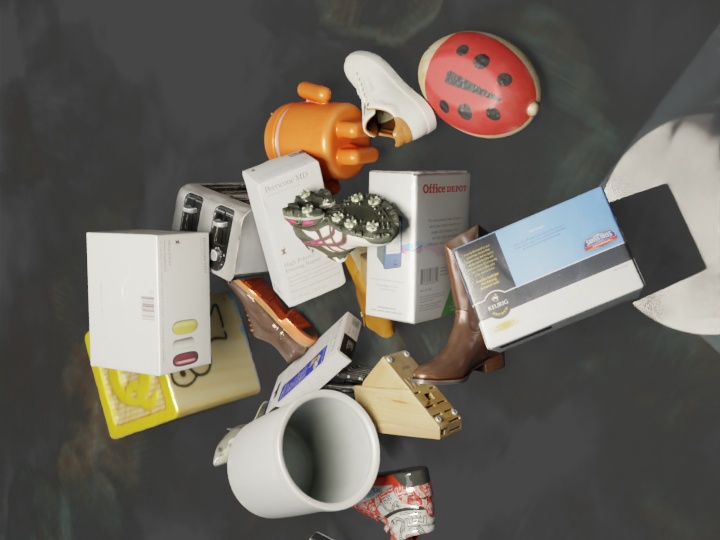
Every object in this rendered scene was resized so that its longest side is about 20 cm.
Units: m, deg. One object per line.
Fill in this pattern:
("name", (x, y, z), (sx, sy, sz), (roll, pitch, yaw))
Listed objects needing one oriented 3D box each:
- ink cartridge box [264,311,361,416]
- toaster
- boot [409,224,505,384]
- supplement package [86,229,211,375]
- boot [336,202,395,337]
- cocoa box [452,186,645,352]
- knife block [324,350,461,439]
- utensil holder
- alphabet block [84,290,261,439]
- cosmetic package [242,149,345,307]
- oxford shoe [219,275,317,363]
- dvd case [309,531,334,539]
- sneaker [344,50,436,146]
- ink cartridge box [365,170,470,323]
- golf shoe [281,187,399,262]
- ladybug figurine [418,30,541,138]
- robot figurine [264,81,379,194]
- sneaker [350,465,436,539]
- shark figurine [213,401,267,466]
("ink cartridge box", (-0.076, 0.156, 1.503), (0.037, 0.095, 0.200), (38, 124, -16))
("toaster", (-0.176, -0.063, 1.504), (0.180, 0.198, 0.121), (24, 111, 42))
("boot", (0.126, 0.044, 1.277), (0.064, 0.185, 0.203), (2, 99, 43))
("supplement package", (-0.316, 0.042, 1.423), (0.154, 0.110, 0.203), (3, 97, 34))
("boot", (0.001, 0.000, 1.440), (0.202, 0.070, 0.146), (-121, 20, -51))
("cocoa box", (0.232, 0.003, 1.175), (0.198, 0.133, 0.133), (-23, 79, 10))
("knife block", (0.036, 0.218, 1.441), (0.200, 0.064, 0.176), (49, 122, 23))
("utensil holder", (-0.092, 0.283, 1.421), (0.199, 0.168, 0.172), (-31, 76, 53))
("alphabet block", (-0.321, 0.160, 1.630), (0.195, 0.199, 0.198), (-25, 80, 37))
("cosmetic package", (-0.095, -0.062, 1.391), (0.074, 0.101, 0.202), (39, 148, 55))
("oxford shoe", (-0.164, 0.067, 1.529), (0.200, 0.071, 0.073), (44, 109, 5))
("dvd case", (0.015, 0.491, 1.449), (0.199, 0.025, 0.152), (13, 132, 48))
("sneaker", (0.019, -0.249, 1.367), (0.200, 0.084, 0.073), (46, 161, 38))
("ink cartridge box", (0.083, -0.039, 1.322), (0.087, 0.144, 0.203), (9, 101, 37))
("golf shoe", (-0.016, -0.055, 1.282), (0.198, 0.077, 0.089), (16, 137, 44))
("ladybug figurine", (0.155, -0.254, 1.288), (0.199, 0.071, 0.138), (27, 111, 33))
("robot figurine", (-0.065, -0.200, 1.442), (0.198, 0.117, 0.145), (8, 144, 37))
("sneaker", (0.029, 0.368, 1.461), (0.199, 0.067, 0.110), (-16, 83, 36))
("shark figurine", (-0.181, 0.291, 1.580), (0.088, 0.215, 0.130), (8, 66, 30))
